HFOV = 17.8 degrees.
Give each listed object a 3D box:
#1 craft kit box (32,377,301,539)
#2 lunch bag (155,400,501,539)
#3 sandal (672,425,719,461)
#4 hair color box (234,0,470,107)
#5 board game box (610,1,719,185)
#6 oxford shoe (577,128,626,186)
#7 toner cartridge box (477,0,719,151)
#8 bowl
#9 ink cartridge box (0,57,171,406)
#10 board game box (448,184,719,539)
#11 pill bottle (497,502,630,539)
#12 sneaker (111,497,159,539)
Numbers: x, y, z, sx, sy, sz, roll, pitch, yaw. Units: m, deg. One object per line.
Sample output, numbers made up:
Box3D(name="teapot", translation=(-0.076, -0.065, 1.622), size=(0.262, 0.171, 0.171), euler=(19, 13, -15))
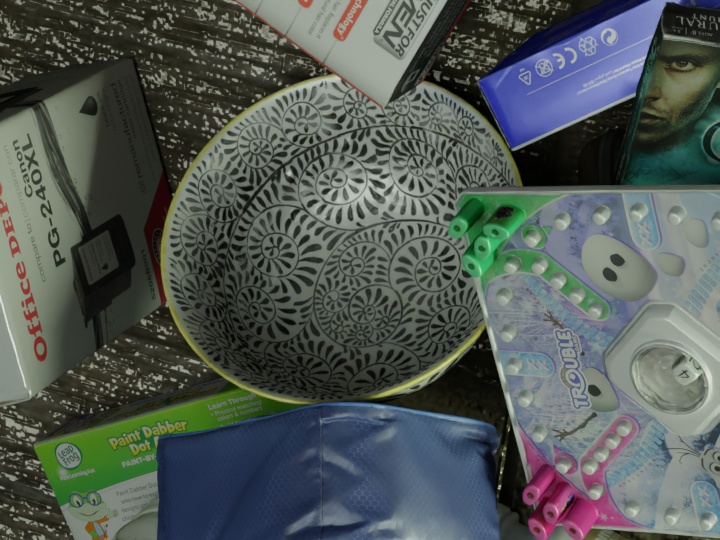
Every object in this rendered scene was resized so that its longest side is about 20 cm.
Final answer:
Box3D(name="craft kit box", translation=(-0.076, 0.166, 1.393), size=(0.199, 0.049, 0.198), euler=(-15, 104, 26))
Box3D(name="lunch bag", translation=(-0.025, 0.152, 1.229), size=(0.199, 0.135, 0.133), euler=(-16, 69, 46))
Box3D(name="sandal", translation=(0.252, 0.048, 1.184), size=(0.205, 0.059, 0.080), euler=(-8, 102, -7))
Box3D(name="hair color box", translation=(-0.033, -0.188, 1.213), size=(0.200, 0.061, 0.102), euler=(37, 117, 8))
Box3D(name="board game box", translation=(0.231, -0.060, 1.128), size=(0.199, 0.028, 0.136), euler=(7, 136, -2))
Box3D(name="oxford shoe", translation=(0.121, 0.020, 1.243), size=(0.084, 0.073, 0.201), euler=(9, 110, 26))
Box3D(name="toner cartridge box", translation=(0.164, -0.128, 1.159), size=(0.199, 0.095, 0.043), euler=(-24, 98, 28))
Box3D(name="bowl", translation=(0.000, 0.000, 1.255), size=(0.199, 0.094, 0.202), euler=(-7, 62, 12))
Box3D(name="ink cartridge box", translation=(-0.187, -0.022, 1.283), size=(0.083, 0.200, 0.146), euler=(-8, 105, 25))
Box3D(name="board game box", translation=(0.151, 0.053, 1.119), size=(0.199, 0.026, 0.201), euler=(1, 121, 31))
Box3D(name="pill bottle", translation=(0.134, 0.204, 1.278), size=(0.199, 0.111, 0.112), euler=(25, 116, 12))
Box3D(name="sneaker", translation=(-0.065, 0.214, 1.332), size=(0.199, 0.088, 0.076), euler=(31, 116, 10))
